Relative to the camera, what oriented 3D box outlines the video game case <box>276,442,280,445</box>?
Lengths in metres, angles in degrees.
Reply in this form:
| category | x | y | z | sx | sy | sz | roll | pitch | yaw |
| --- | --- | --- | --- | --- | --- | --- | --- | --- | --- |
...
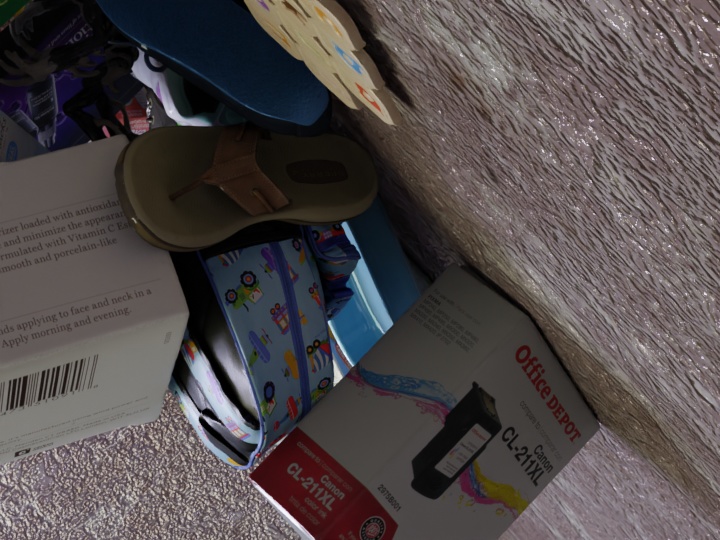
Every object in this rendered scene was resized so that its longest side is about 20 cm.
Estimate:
| category | x | y | z | sx | sy | sz | roll | pitch | yaw |
| --- | --- | --- | --- | --- | --- | --- | --- | --- | --- |
| video game case | -0.045 | 0.064 | 1.774 | 0.142 | 0.019 | 0.201 | -1 | 118 | 27 |

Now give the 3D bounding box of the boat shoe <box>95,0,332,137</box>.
| category | x | y | z | sx | sy | sz | roll | pitch | yaw |
| --- | --- | --- | --- | --- | --- | --- | --- | --- | --- |
| boat shoe | -0.099 | -0.141 | 1.281 | 0.200 | 0.084 | 0.069 | 47 | 178 | 21 |

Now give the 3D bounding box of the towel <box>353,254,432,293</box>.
| category | x | y | z | sx | sy | sz | roll | pitch | yaw |
| --- | --- | --- | --- | --- | --- | --- | --- | --- | --- |
| towel | 0.054 | 0.052 | 1.611 | 0.200 | 0.048 | 0.171 | 47 | 171 | -1 |

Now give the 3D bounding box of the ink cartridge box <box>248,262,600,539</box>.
| category | x | y | z | sx | sy | sz | roll | pitch | yaw |
| --- | --- | --- | --- | --- | --- | --- | --- | --- | --- |
| ink cartridge box | 0.046 | 0.118 | 1.370 | 0.083 | 0.200 | 0.146 | 37 | 169 | 43 |

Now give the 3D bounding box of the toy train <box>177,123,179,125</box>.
| category | x | y | z | sx | sy | sz | roll | pitch | yaw |
| --- | --- | --- | --- | --- | --- | --- | --- | --- | --- |
| toy train | -0.075 | -0.061 | 1.577 | 0.201 | 0.056 | 0.042 | 57 | -173 | 26 |

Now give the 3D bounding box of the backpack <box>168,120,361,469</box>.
| category | x | y | z | sx | sy | sz | roll | pitch | yaw |
| --- | --- | --- | --- | --- | --- | --- | --- | --- | --- |
| backpack | -0.074 | 0.021 | 1.381 | 0.201 | 0.134 | 0.183 | 65 | 159 | 16 |

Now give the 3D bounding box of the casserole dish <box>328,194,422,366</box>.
| category | x | y | z | sx | sy | sz | roll | pitch | yaw |
| --- | --- | --- | --- | --- | --- | --- | --- | --- | --- |
| casserole dish | 0.000 | 0.000 | 1.469 | 0.121 | 0.039 | 0.201 | 18 | 134 | 62 |

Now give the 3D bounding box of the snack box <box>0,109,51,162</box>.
| category | x | y | z | sx | sy | sz | roll | pitch | yaw |
| --- | --- | --- | --- | --- | --- | --- | --- | --- | --- |
| snack box | -0.295 | -0.066 | 1.381 | 0.167 | 0.068 | 0.200 | 7 | 166 | 16 |

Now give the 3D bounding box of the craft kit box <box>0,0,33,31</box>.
| category | x | y | z | sx | sy | sz | roll | pitch | yaw |
| --- | --- | --- | --- | --- | --- | --- | --- | --- | --- |
| craft kit box | -0.241 | -0.202 | 1.298 | 0.049 | 0.200 | 0.197 | 49 | 174 | -32 |

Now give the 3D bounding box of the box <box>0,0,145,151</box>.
| category | x | y | z | sx | sy | sz | roll | pitch | yaw |
| --- | --- | --- | --- | --- | --- | --- | --- | --- | --- |
| box | -0.235 | -0.155 | 1.536 | 0.079 | 0.200 | 0.141 | 41 | 173 | 22 |

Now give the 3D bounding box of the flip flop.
| category | x | y | z | sx | sy | sz | roll | pitch | yaw |
| --- | --- | --- | --- | --- | --- | --- | --- | --- | --- |
| flip flop | -0.064 | -0.060 | 1.276 | 0.057 | 0.199 | 0.082 | -36 | 66 | 48 |

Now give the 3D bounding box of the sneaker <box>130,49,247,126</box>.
| category | x | y | z | sx | sy | sz | roll | pitch | yaw |
| --- | --- | --- | --- | --- | --- | --- | --- | --- | --- |
| sneaker | -0.116 | -0.134 | 1.500 | 0.140 | 0.078 | 0.201 | 44 | 164 | 38 |

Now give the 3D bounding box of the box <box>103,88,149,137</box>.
| category | x | y | z | sx | sy | sz | roll | pitch | yaw |
| --- | --- | --- | --- | --- | --- | --- | --- | --- | --- |
| box | -0.245 | -0.140 | 1.801 | 0.103 | 0.095 | 0.200 | 52 | -158 | 9 |

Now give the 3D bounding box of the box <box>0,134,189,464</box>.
| category | x | y | z | sx | sy | sz | roll | pitch | yaw |
| --- | --- | --- | --- | --- | --- | --- | --- | --- | --- |
| box | -0.228 | 0.033 | 1.307 | 0.200 | 0.197 | 0.132 | 116 | 136 | -64 |

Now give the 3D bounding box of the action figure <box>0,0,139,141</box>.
| category | x | y | z | sx | sy | sz | roll | pitch | yaw |
| --- | --- | --- | --- | --- | --- | --- | --- | --- | --- |
| action figure | -0.190 | -0.153 | 1.378 | 0.119 | 0.101 | 0.202 | -85 | -14 | -67 |

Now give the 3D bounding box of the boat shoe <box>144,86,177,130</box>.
| category | x | y | z | sx | sy | sz | roll | pitch | yaw |
| --- | --- | --- | --- | --- | --- | --- | --- | --- | --- |
| boat shoe | -0.151 | -0.129 | 1.756 | 0.200 | 0.065 | 0.073 | 46 | 176 | 19 |

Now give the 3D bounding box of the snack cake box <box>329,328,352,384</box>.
| category | x | y | z | sx | sy | sz | roll | pitch | yaw |
| --- | --- | --- | --- | --- | --- | --- | --- | --- | --- |
| snack cake box | -0.080 | 0.015 | 1.706 | 0.114 | 0.067 | 0.201 | -14 | 112 | 33 |

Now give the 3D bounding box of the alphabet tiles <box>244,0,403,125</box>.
| category | x | y | z | sx | sy | sz | roll | pitch | yaw |
| --- | --- | --- | --- | --- | --- | --- | --- | --- | --- |
| alphabet tiles | -0.052 | -0.162 | 1.124 | 0.196 | 0.015 | 0.200 | 44 | 173 | 29 |
